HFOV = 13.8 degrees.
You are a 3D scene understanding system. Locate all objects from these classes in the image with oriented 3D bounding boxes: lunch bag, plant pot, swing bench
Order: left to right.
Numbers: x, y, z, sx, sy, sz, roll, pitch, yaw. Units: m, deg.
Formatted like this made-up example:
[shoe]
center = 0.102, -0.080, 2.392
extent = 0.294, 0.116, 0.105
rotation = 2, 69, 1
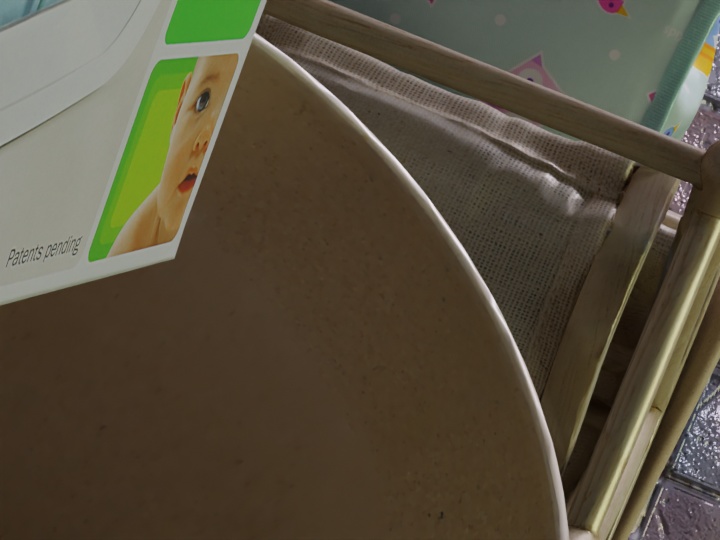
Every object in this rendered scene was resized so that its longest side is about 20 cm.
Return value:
[plant pot]
center = -0.076, 0.052, 0.593
extent = 0.134, 0.200, 0.200
rotation = -42, -168, 39
[swing bench]
center = 0.000, 0.000, 0.886
extent = 0.200, 0.199, 0.130
rotation = 53, 60, -83
[lunch bag]
center = 0.043, -0.102, 1.023
extent = 0.200, 0.170, 0.122
rotation = -68, 173, 29

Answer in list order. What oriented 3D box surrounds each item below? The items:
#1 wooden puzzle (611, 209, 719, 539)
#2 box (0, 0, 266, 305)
[wooden puzzle]
center = 0.009, 0.028, 1.007
extent = 0.185, 0.200, 0.037
rotation = -66, 174, 27
[box]
center = -0.070, -0.090, 0.408
extent = 0.177, 0.097, 0.200
rotation = -68, 167, 11
